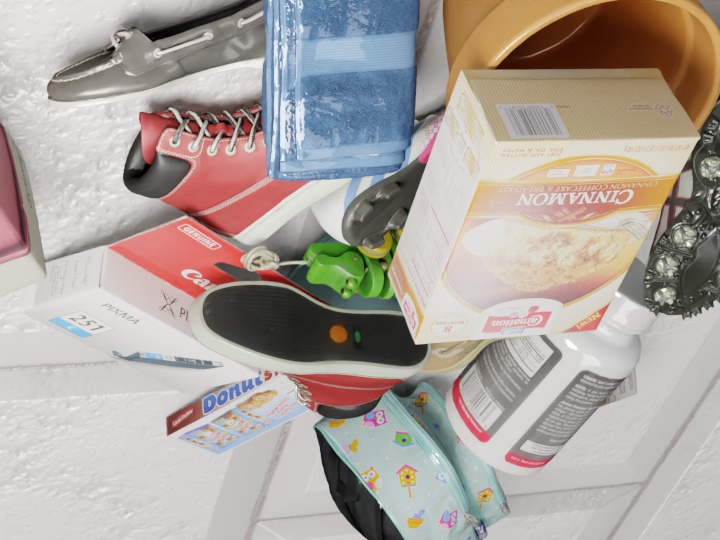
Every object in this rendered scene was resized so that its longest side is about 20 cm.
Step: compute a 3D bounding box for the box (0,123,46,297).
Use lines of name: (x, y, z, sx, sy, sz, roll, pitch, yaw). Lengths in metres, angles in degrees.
box: (-0.304, -0.077, 0.959, 0.108, 0.128, 0.200, -21, 142, 0)

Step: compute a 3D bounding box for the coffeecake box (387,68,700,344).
coffeecake box: (0.121, -0.042, 1.004, 0.153, 0.073, 0.201, -4, 139, -21)

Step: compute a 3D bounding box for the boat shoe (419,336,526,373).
boat shoe: (0.081, 0.036, 1.216, 0.064, 0.072, 0.200, 15, 153, -31)

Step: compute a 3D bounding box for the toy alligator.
toy alligator: (0.000, 0.000, 1.156, 0.199, 0.054, 0.059, -8, 146, -33)

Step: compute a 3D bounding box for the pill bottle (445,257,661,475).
pill bottle: (0.169, 0.073, 1.228, 0.110, 0.111, 0.200, 14, 127, -35)

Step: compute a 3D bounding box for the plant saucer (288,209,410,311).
plant saucer: (0.019, 0.008, 1.272, 0.199, 0.036, 0.201, -12, 140, -11)

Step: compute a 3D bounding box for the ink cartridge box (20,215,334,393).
ink cartridge box: (-0.146, 0.035, 1.178, 0.175, 0.045, 0.200, -16, 148, 33)

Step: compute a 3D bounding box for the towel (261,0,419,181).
towel: (-0.012, -0.162, 0.978, 0.111, 0.049, 0.201, -5, 109, -19)

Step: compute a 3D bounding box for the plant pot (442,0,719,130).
plant pot: (0.145, -0.163, 1.042, 0.199, 0.141, 0.201, -11, 140, -10)

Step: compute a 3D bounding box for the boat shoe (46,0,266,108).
boat shoe: (-0.124, -0.161, 0.999, 0.199, 0.067, 0.057, -14, 112, -12)

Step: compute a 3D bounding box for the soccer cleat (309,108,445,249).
soccer cleat: (0.042, -0.096, 1.143, 0.200, 0.086, 0.070, -35, 138, -20)

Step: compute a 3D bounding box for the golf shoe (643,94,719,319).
golf shoe: (0.272, -0.055, 1.119, 0.077, 0.088, 0.201, 11, 122, -6)

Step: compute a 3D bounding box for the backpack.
backpack: (0.046, 0.199, 1.400, 0.153, 0.176, 0.200, -39, 142, -3)

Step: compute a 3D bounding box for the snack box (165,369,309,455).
snack box: (-0.088, 0.120, 1.331, 0.199, 0.024, 0.072, -29, 143, 31)

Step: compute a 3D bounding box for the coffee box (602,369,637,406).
coffee box: (0.194, 0.052, 1.362, 0.114, 0.080, 0.201, -18, 140, -1)

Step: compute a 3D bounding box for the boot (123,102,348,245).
boot: (-0.079, -0.106, 1.060, 0.200, 0.073, 0.144, -39, 136, 27)

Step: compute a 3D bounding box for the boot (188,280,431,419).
boot: (-0.059, 0.076, 1.186, 0.199, 0.073, 0.144, 12, 150, -20)
